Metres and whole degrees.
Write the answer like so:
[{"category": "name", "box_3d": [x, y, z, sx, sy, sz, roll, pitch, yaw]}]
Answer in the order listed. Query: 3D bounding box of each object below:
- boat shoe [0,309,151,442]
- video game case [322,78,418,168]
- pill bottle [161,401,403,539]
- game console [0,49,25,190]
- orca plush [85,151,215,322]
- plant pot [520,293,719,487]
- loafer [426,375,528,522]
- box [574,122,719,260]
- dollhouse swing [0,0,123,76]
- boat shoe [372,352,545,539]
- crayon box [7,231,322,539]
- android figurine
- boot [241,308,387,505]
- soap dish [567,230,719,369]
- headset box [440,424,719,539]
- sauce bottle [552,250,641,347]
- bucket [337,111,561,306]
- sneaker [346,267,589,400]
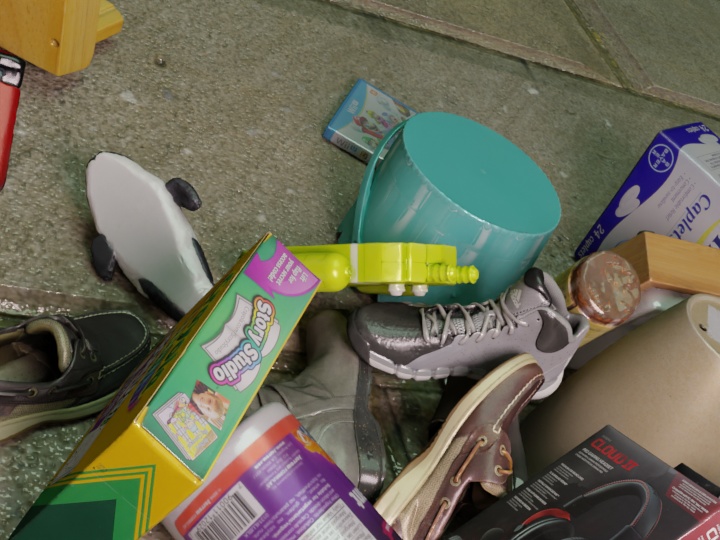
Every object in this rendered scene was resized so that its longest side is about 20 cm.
[{"category": "boat shoe", "box_3d": [-0.218, 0.066, 0.793, 0.073, 0.065, 0.199, 40, 35, 16]}, {"category": "video game case", "box_3d": [0.063, -0.140, 1.298, 0.198, 0.018, 0.144, 30, 36, -2]}, {"category": "pill bottle", "box_3d": [-0.028, 0.195, 0.728, 0.200, 0.112, 0.111, 47, 37, 7]}, {"category": "game console", "box_3d": [-0.401, -0.153, 0.968, 0.197, 0.121, 0.172, 13, 7, -24]}, {"category": "orca plush", "box_3d": [-0.151, -0.016, 0.943, 0.199, 0.106, 0.071, 35, 4, 11]}, {"category": "plant pot", "box_3d": [0.260, 0.123, 0.963, 0.184, 0.202, 0.189, 19, 36, -14]}, {"category": "loafer", "box_3d": [0.093, 0.125, 0.945, 0.070, 0.074, 0.202, 17, 37, -20]}, {"category": "box", "box_3d": [0.372, -0.026, 1.243, 0.104, 0.185, 0.200, -15, 54, -47]}, {"category": "dollhouse swing", "box_3d": [-0.325, -0.311, 1.090, 0.198, 0.183, 0.177, 28, 43, 5]}, {"category": "boat shoe", "box_3d": [0.083, 0.151, 0.849, 0.072, 0.073, 0.200, 38, 67, 20]}, {"category": "crayon box", "box_3d": [-0.124, 0.089, 0.727, 0.058, 0.172, 0.201, 40, 37, -9]}, {"category": "android figurine", "box_3d": [0.000, 0.000, 0.948, 0.197, 0.042, 0.181, 1, -2, 26]}, {"category": "boot", "box_3d": [-0.057, 0.097, 0.881, 0.128, 0.068, 0.202, 10, 39, -20]}, {"category": "soap dish", "box_3d": [0.269, 0.036, 1.078, 0.155, 0.200, 0.083, 10, 66, -25]}, {"category": "headset box", "box_3d": [0.156, 0.198, 0.760, 0.076, 0.198, 0.149, 62, -10, -20]}, {"category": "sauce bottle", "box_3d": [0.176, 0.042, 1.006, 0.065, 0.200, 0.067, 5, 72, -17]}, {"category": "bucket", "box_3d": [0.088, -0.048, 1.101, 0.204, 0.136, 0.209, 21, 35, -16]}, {"category": "sneaker", "box_3d": [0.094, 0.034, 0.898, 0.197, 0.116, 0.076, 11, 45, -21]}]
